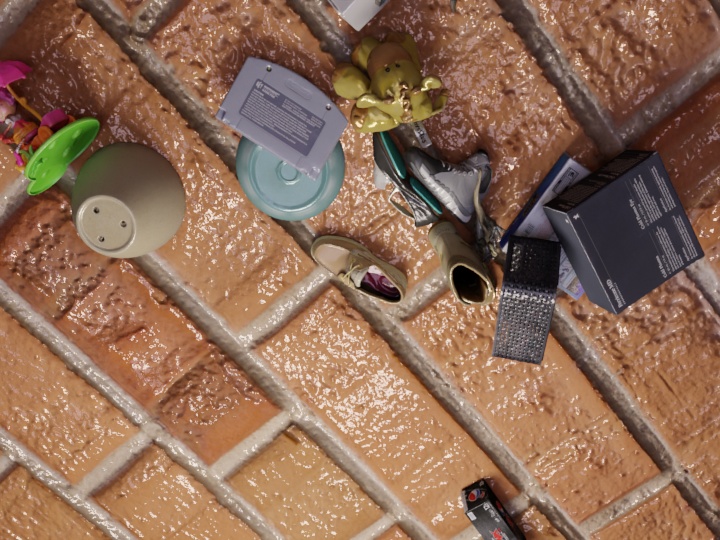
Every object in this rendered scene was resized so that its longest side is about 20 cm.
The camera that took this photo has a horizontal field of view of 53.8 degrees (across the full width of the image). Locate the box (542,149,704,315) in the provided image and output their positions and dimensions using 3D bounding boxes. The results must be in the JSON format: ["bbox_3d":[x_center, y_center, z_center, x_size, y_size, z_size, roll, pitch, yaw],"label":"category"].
[{"bbox_3d":[0.437,-0.067,1.189,0.180,0.104,0.202,-32,104,-2],"label":"box"}]

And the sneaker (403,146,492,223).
[{"bbox_3d":[0.160,-0.177,1.212,0.116,0.075,0.199,-45,135,6],"label":"sneaker"}]

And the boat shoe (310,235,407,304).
[{"bbox_3d":[0.000,0.000,1.303,0.196,0.067,0.075,23,111,-9],"label":"boat shoe"}]

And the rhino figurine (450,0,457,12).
[{"bbox_3d":[0.172,-0.499,1.085,0.059,0.087,0.204,28,118,32],"label":"rhino figurine"}]

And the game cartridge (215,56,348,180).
[{"bbox_3d":[-0.126,-0.259,1.183,0.198,0.041,0.135,32,94,-4],"label":"game cartridge"}]

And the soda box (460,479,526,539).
[{"bbox_3d":[0.293,0.551,1.532,0.063,0.071,0.202,-30,110,12],"label":"soda box"}]

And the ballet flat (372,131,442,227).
[{"bbox_3d":[0.065,-0.153,1.240,0.068,0.068,0.201,-31,109,22],"label":"ballet flat"}]

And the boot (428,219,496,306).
[{"bbox_3d":[0.197,0.021,1.255,0.072,0.156,0.201,-31,121,9],"label":"boot"}]

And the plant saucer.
[{"bbox_3d":[-0.124,-0.178,1.246,0.195,0.036,0.205,0,113,1],"label":"plant saucer"}]

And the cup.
[{"bbox_3d":[-0.415,-0.103,1.222,0.195,0.144,0.205,0,113,1],"label":"cup"}]

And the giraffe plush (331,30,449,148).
[{"bbox_3d":[0.048,-0.285,1.103,0.172,0.162,0.200,-43,88,6],"label":"giraffe plush"}]

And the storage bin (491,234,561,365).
[{"bbox_3d":[0.290,0.053,1.249,0.091,0.137,0.203,9,137,11],"label":"storage bin"}]

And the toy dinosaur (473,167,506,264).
[{"bbox_3d":[0.217,-0.072,1.228,0.046,0.089,0.202,-15,139,1],"label":"toy dinosaur"}]

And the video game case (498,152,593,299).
[{"bbox_3d":[0.379,-0.077,1.279,0.179,0.046,0.202,31,110,-11],"label":"video game case"}]

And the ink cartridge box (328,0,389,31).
[{"bbox_3d":[0.015,-0.489,1.059,0.199,0.087,0.146,-40,79,14],"label":"ink cartridge box"}]

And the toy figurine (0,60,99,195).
[{"bbox_3d":[-0.564,-0.256,1.189,0.185,0.150,0.199,48,131,-4],"label":"toy figurine"}]
